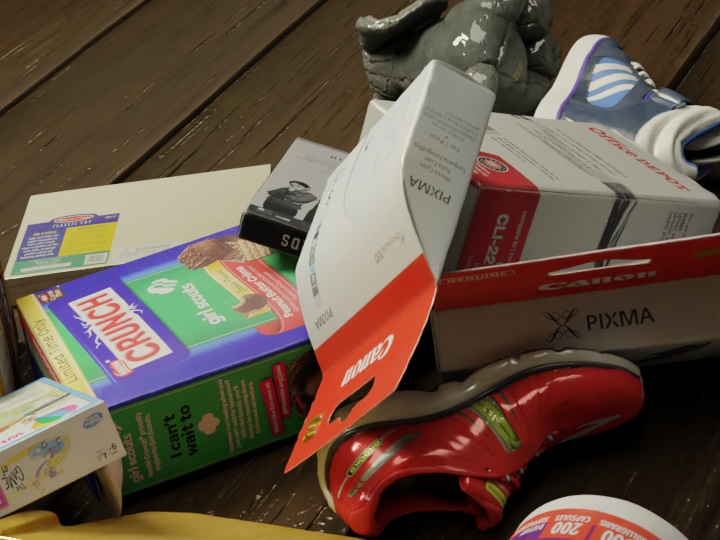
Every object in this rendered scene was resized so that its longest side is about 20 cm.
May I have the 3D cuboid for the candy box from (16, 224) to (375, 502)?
[{"bbox_3d":[-0.105,0.051,1.104,0.200,0.077,0.169,-20,32,-17],"label":"candy box"}]

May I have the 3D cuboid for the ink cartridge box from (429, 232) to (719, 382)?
[{"bbox_3d":[0.141,0.027,1.004,0.200,0.045,0.176,-8,-12,4],"label":"ink cartridge box"}]

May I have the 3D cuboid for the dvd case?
[{"bbox_3d":[0.006,-0.038,1.182,0.150,0.025,0.200,18,19,2],"label":"dvd case"}]

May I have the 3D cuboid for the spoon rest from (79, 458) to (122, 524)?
[{"bbox_3d":[-0.225,0.160,0.991,0.200,0.061,0.099,-21,28,7],"label":"spoon rest"}]

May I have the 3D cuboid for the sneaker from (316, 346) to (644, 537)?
[{"bbox_3d":[0.076,0.108,0.985,0.200,0.077,0.085,-16,51,-7],"label":"sneaker"}]

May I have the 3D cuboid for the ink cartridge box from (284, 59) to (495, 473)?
[{"bbox_3d":[0.000,0.000,0.966,0.047,0.160,0.200,28,59,-12],"label":"ink cartridge box"}]

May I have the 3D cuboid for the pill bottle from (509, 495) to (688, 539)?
[{"bbox_3d":[0.083,0.200,0.767,0.112,0.113,0.200,9,35,28],"label":"pill bottle"}]

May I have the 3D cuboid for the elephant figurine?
[{"bbox_3d":[0.054,-0.169,1.405,0.200,0.155,0.142,-3,73,31],"label":"elephant figurine"}]

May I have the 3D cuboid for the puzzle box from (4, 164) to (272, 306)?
[{"bbox_3d":[-0.166,-0.029,1.307,0.200,0.025,0.133,-7,31,5],"label":"puzzle box"}]

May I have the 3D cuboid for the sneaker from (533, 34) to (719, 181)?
[{"bbox_3d":[0.219,-0.112,1.297,0.146,0.081,0.200,13,32,17],"label":"sneaker"}]

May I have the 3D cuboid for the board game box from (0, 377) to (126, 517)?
[{"bbox_3d":[-0.241,0.122,0.933,0.200,0.034,0.134,-26,12,-21],"label":"board game box"}]

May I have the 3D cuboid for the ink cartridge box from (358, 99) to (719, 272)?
[{"bbox_3d":[0.112,-0.042,1.119,0.200,0.084,0.144,2,25,-31],"label":"ink cartridge box"}]

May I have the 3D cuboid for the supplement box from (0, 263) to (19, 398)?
[{"bbox_3d":[-0.281,0.053,1.102,0.103,0.131,0.200,-12,31,-6],"label":"supplement box"}]

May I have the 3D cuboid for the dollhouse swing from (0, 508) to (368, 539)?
[{"bbox_3d":[-0.086,0.209,0.877,0.200,0.176,0.182,5,75,22],"label":"dollhouse swing"}]
